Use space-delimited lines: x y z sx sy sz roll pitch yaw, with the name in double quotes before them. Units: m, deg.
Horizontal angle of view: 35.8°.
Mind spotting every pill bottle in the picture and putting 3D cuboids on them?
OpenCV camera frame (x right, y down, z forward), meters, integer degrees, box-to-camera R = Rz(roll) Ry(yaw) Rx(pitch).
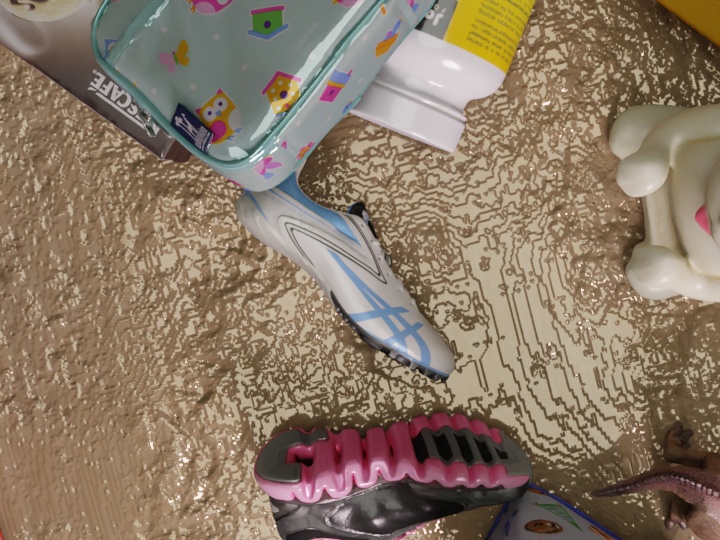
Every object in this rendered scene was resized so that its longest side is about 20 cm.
"pill bottle" 0.061 -0.188 0.748 0.112 0.112 0.201 21 95 1

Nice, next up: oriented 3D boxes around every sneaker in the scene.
"sneaker" 0.000 0.000 0.790 0.200 0.072 0.072 45 87 -5
"sneaker" 0.025 0.163 0.810 0.198 0.079 0.096 -3 117 4

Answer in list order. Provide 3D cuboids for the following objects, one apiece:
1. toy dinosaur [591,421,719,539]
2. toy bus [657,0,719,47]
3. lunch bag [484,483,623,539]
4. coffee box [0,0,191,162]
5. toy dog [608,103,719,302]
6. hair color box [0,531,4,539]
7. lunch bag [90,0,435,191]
"toy dinosaur" 0.266 0.168 0.756 0.199 0.136 0.086 21 96 2
"toy bus" 0.298 -0.163 0.745 0.200 0.065 0.078 36 56 0
"lunch bag" 0.173 0.251 0.752 0.199 0.170 0.124 32 101 1
"coffee box" -0.178 -0.178 0.777 0.200 0.080 0.113 36 95 -1
"toy dog" 0.256 -0.040 0.706 0.192 0.200 0.141 1 95 3
"hair color box" -0.348 0.152 0.823 0.110 0.064 0.201 -18 92 3
"lunch bag" -0.064 -0.160 0.683 0.160 0.077 0.200 42 94 14
